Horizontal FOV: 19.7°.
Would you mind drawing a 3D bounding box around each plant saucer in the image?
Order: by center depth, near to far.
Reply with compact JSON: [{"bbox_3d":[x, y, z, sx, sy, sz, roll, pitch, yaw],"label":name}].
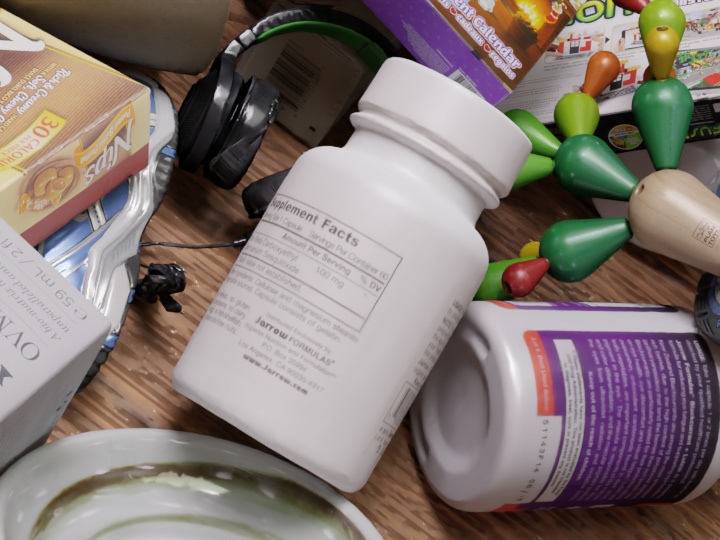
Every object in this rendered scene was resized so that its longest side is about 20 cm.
[{"bbox_3d":[-0.082,0.147,0.974,0.198,0.051,0.200,12,25,-6],"label":"plant saucer"}]

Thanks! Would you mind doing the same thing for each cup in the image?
[{"bbox_3d":[-0.154,-0.208,1.105,0.142,0.201,0.202,1,56,-18],"label":"cup"}]

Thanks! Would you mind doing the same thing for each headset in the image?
[{"bbox_3d":[-0.050,-0.057,1.119,0.124,0.094,0.200,46,76,-7],"label":"headset"}]

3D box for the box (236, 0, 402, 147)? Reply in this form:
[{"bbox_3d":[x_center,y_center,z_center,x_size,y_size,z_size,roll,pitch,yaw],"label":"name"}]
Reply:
[{"bbox_3d":[0.006,-0.169,1.263,0.068,0.082,0.200,37,46,0],"label":"box"}]

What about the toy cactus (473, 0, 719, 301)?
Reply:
[{"bbox_3d":[0.139,-0.055,1.127,0.165,0.102,0.200,33,80,29],"label":"toy cactus"}]

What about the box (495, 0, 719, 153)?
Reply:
[{"bbox_3d":[0.139,-0.118,1.243,0.198,0.035,0.111,-7,47,21],"label":"box"}]

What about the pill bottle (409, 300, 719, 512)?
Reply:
[{"bbox_3d":[0.137,0.074,1.135,0.199,0.112,0.112,2,56,-28],"label":"pill bottle"}]

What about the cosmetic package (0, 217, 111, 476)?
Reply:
[{"bbox_3d":[-0.259,0.039,0.936,0.199,0.123,0.200,42,49,5],"label":"cosmetic package"}]

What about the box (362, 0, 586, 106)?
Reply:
[{"bbox_3d":[0.036,-0.198,1.126,0.200,0.039,0.137,46,50,-8],"label":"box"}]

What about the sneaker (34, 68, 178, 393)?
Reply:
[{"bbox_3d":[-0.149,-0.036,1.081,0.077,0.076,0.201,24,47,-17],"label":"sneaker"}]

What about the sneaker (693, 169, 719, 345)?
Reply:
[{"bbox_3d":[0.241,-0.009,1.167,0.087,0.074,0.201,45,44,-23],"label":"sneaker"}]

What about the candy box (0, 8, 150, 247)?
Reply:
[{"bbox_3d":[-0.217,-0.088,1.049,0.199,0.056,0.115,28,46,24],"label":"candy box"}]

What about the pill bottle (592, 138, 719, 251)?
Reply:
[{"bbox_3d":[0.217,-0.109,1.313,0.113,0.114,0.201,32,48,-4],"label":"pill bottle"}]

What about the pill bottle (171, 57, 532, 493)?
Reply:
[{"bbox_3d":[0.000,0.000,1.051,0.114,0.114,0.201,31,85,-5],"label":"pill bottle"}]
